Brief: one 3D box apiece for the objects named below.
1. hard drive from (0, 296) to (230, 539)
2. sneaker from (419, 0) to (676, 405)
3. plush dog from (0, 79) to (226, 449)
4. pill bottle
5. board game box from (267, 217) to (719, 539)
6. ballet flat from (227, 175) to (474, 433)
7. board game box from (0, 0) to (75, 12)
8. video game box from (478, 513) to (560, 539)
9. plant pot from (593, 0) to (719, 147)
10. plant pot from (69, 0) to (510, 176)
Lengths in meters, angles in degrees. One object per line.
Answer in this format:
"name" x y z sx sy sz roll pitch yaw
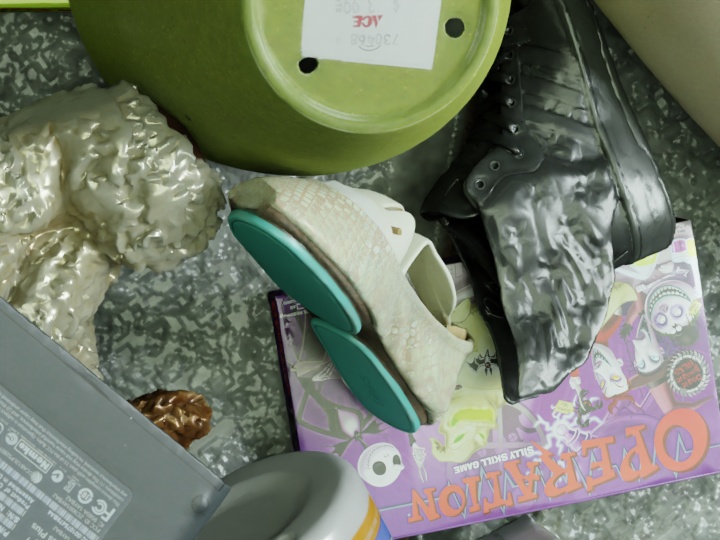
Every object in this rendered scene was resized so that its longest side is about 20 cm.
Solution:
"hard drive" -0.158 0.114 0.790 0.139 0.033 0.201 41 78 -18
"sneaker" 0.069 -0.051 0.989 0.104 0.060 0.201 -24 88 -15
"plush dog" -0.154 0.024 0.901 0.160 0.199 0.173 -41 127 -40
"pill bottle" -0.009 0.188 0.967 0.111 0.112 0.201 -30 110 -8
"board game box" 0.064 0.051 1.026 0.198 0.032 0.121 -11 99 -10
"ballet flat" 0.000 0.000 0.920 0.067 0.200 0.063 29 75 28
"board game box" -0.141 -0.163 0.965 0.198 0.048 0.103 -2 93 -11
"video game box" 0.113 0.217 0.964 0.046 0.182 0.201 -23 96 -5
"plant pot" 0.222 -0.096 0.984 0.187 0.187 0.201 -37 112 -7
"plant pot" -0.016 -0.115 0.864 0.185 0.200 0.189 -2 102 -10
